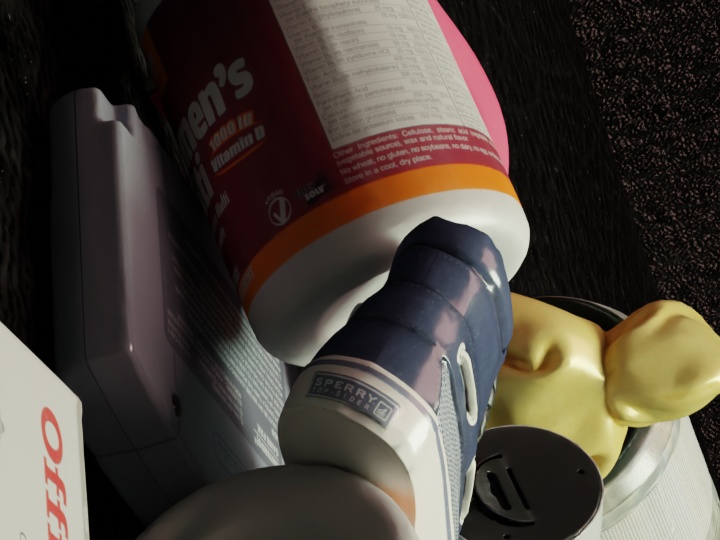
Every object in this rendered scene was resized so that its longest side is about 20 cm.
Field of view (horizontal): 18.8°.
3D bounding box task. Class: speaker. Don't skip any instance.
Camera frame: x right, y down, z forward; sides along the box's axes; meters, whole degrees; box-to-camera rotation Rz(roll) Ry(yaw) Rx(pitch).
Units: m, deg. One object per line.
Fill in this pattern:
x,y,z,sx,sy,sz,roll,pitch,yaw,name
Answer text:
0.074,0.169,1.050,0.081,0.081,0.200,-92,179,-48,speaker

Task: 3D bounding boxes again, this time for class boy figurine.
0.080,0.058,1.051,0.064,0.200,0.124,-80,149,-65,boy figurine

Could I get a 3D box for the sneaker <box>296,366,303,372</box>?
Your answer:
0.000,0.000,1.047,0.200,0.078,0.082,-83,157,-60,sneaker

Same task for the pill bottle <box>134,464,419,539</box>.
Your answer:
-0.003,0.169,0.728,0.114,0.114,0.200,-92,163,-48,pill bottle

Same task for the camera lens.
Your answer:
0.115,0.125,1.226,0.200,0.160,0.160,63,17,-47,camera lens

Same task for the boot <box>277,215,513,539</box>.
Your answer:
0.019,0.072,0.773,0.090,0.073,0.200,-56,164,-31,boot

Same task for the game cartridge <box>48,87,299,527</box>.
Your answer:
-0.064,0.040,0.808,0.200,0.040,0.133,59,17,-54,game cartridge

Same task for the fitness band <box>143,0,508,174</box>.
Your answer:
-0.015,-0.081,0.949,0.200,0.037,0.144,52,50,-14,fitness band

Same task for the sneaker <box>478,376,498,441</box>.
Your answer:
0.007,0.077,0.915,0.077,0.076,0.200,164,-61,-71,sneaker

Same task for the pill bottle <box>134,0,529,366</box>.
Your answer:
-0.021,-0.074,0.825,0.200,0.109,0.110,67,8,22,pill bottle

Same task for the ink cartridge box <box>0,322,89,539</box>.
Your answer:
-0.122,0.055,0.397,0.200,0.085,0.146,59,20,-58,ink cartridge box
